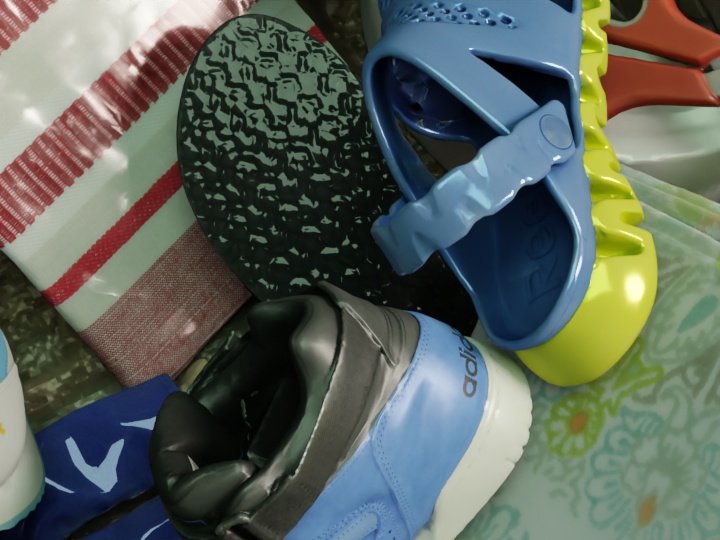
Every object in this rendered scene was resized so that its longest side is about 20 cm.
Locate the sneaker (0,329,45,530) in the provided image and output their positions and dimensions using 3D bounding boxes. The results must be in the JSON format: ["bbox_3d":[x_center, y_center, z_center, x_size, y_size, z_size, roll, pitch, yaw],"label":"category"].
[{"bbox_3d":[-0.161,0.006,0.859,0.076,0.081,0.200,-23,39,-15],"label":"sneaker"}]

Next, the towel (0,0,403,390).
[{"bbox_3d":[-0.093,-0.073,0.899,0.144,0.023,0.200,-46,109,-17],"label":"towel"}]

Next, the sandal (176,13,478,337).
[{"bbox_3d":[-0.001,0.001,0.899,0.075,0.048,0.201,-34,96,-1],"label":"sandal"}]

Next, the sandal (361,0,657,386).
[{"bbox_3d":[0.036,-0.062,0.825,0.087,0.079,0.201,15,48,-38],"label":"sandal"}]

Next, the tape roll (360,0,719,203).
[{"bbox_3d":[0.098,-0.120,0.948,0.201,0.071,0.204,0,69,0],"label":"tape roll"}]

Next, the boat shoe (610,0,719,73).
[{"bbox_3d":[0.146,-0.105,0.875,0.073,0.075,0.200,-37,75,-30],"label":"boat shoe"}]

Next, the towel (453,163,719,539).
[{"bbox_3d":[0.094,0.074,0.818,0.171,0.048,0.201,27,93,44],"label":"towel"}]

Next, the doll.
[{"bbox_3d":[-0.122,0.113,0.864,0.199,0.048,0.137,-28,84,-11],"label":"doll"}]

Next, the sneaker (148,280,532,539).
[{"bbox_3d":[-0.037,0.096,0.811,0.200,0.111,0.077,-58,36,10],"label":"sneaker"}]

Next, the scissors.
[{"bbox_3d":[0.125,-0.070,0.833,0.199,0.014,0.074,6,78,36],"label":"scissors"}]
